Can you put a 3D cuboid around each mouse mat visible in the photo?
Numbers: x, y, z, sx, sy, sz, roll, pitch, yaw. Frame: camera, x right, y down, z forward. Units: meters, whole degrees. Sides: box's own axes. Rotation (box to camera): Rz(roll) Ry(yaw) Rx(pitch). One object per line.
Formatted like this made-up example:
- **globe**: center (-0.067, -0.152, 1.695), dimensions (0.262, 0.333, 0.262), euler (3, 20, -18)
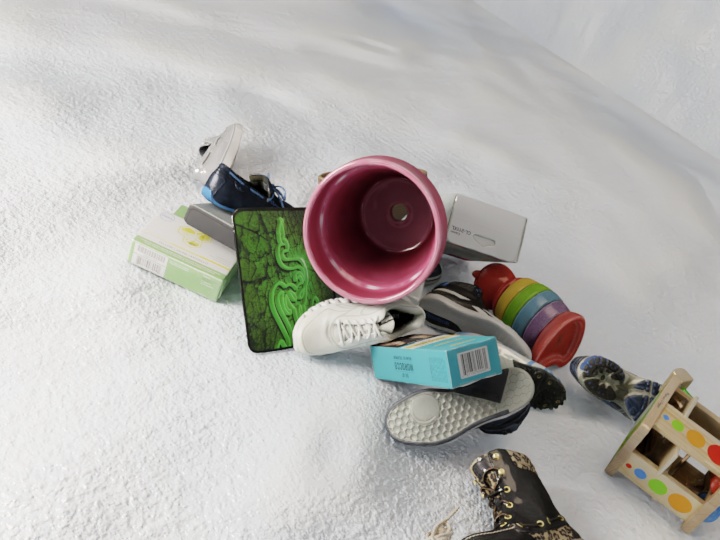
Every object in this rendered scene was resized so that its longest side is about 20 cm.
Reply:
- **mouse mat**: center (-0.103, 0.009, 1.124), dimensions (0.160, 0.007, 0.203), euler (-5, 86, -39)

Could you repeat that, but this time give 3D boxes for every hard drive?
- **hard drive**: center (-0.172, -0.062, 1.225), dimensions (0.138, 0.033, 0.200), euler (28, 11, 7)

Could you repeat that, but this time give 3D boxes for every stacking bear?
- **stacking bear**: center (0.270, 0.063, 1.333), dimensions (0.120, 0.115, 0.200), euler (-7, 39, -40)

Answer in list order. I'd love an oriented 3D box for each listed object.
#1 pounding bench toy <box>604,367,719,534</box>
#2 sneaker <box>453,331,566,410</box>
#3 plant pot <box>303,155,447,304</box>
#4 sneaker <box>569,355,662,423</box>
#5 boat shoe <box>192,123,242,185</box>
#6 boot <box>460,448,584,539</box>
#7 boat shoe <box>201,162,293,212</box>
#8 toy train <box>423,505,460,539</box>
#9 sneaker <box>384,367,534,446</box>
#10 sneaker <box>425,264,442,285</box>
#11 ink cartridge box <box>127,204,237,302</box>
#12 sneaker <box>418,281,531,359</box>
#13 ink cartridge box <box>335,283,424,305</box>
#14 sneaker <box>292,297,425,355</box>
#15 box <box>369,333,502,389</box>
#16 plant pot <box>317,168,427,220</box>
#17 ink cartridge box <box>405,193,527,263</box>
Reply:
- **pounding bench toy**: center (0.482, 0.245, 1.138), dimensions (0.155, 0.125, 0.200), euler (36, 49, 19)
- **sneaker**: center (0.226, 0.148, 1.210), dimensions (0.198, 0.072, 0.073), euler (26, 24, -3)
- **plant pot**: center (0.036, -0.069, 1.147), dimensions (0.199, 0.202, 0.179), euler (29, 18, 8)
- **sneaker**: center (0.417, 0.190, 1.265), dimensions (0.199, 0.077, 0.085), euler (35, -4, -15)
- **boat shoe**: center (-0.258, -0.211, 1.425), dimensions (0.068, 0.072, 0.201), euler (17, 41, -10)
- **boot**: center (0.173, 0.293, 0.952), dimensions (0.198, 0.074, 0.151), euler (8, 36, -31)
- **boat shoe**: center (-0.157, -0.116, 1.234), dimensions (0.084, 0.069, 0.199), euler (31, 9, 26)
- **toy train**: center (0.080, 0.337, 0.802), dimensions (0.199, 0.085, 0.116), euler (-27, 69, -40)
- **sneaker**: center (0.138, 0.196, 1.077), dimensions (0.200, 0.146, 0.078), euler (-16, 71, 6)
- **sneaker**: center (0.061, -0.036, 1.362), dimensions (0.198, 0.080, 0.079), euler (15, 32, -17)
- **ink cartridge box**: center (-0.244, -0.047, 1.203), dimensions (0.144, 0.048, 0.201), euler (24, 33, -1)
- **sneaker**: center (0.201, 0.077, 1.291), dimensions (0.199, 0.074, 0.112), euler (31, 33, 13)
- **ink cartridge box**: center (0.000, 0.000, 1.260), dimensions (0.198, 0.084, 0.147), euler (25, 32, -1)
- **sneaker**: center (0.000, 0.076, 1.116), dimensions (0.198, 0.076, 0.081), euler (-14, 12, -23)
- **box**: center (0.096, 0.118, 1.058), dimensions (0.081, 0.050, 0.199), euler (-12, 2, -28)
- **plant pot**: center (0.024, -0.130, 1.427), dimensions (0.198, 0.094, 0.201), euler (-3, 14, 1)
- **ink cartridge box**: center (0.179, -0.072, 1.391), dimensions (0.144, 0.084, 0.200), euler (17, -4, -18)
